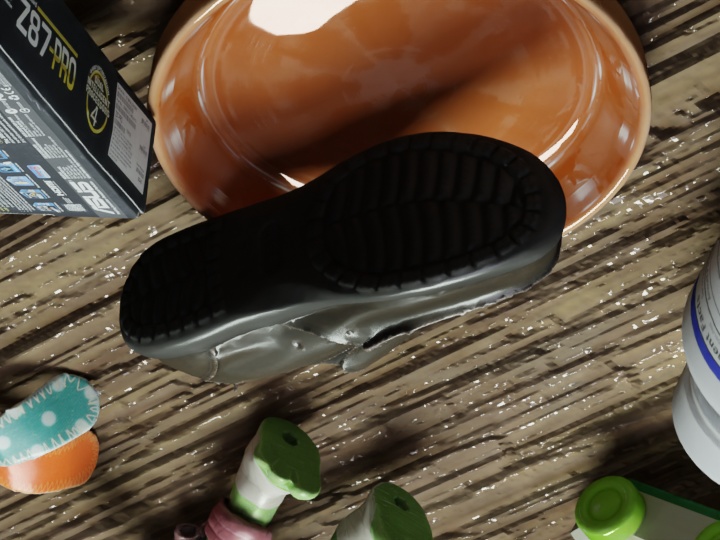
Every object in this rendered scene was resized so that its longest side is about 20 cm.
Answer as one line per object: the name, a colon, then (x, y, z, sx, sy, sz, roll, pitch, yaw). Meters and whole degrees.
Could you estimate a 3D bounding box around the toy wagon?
toy wagon: (0.192, 0.160, 1.386, 0.200, 0.040, 0.155, 18, 158, 42)

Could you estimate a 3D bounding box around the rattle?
rattle: (-0.216, 0.102, 1.321, 0.200, 0.143, 0.130, 21, 119, -16)

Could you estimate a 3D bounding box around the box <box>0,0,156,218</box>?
box: (-0.182, -0.076, 1.098, 0.161, 0.049, 0.200, 0, 159, 16)

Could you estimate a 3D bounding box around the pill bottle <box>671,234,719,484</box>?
pill bottle: (0.198, 0.009, 1.218, 0.112, 0.112, 0.200, 8, 141, -10)

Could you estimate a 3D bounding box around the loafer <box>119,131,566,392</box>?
loafer: (0.000, 0.000, 1.199, 0.200, 0.073, 0.071, -13, 146, 29)

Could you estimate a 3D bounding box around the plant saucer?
plant saucer: (0.015, -0.070, 1.183, 0.200, 0.032, 0.200, -1, 141, -1)

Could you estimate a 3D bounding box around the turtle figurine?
turtle figurine: (-0.063, 0.180, 1.388, 0.194, 0.144, 0.200, -51, 164, 24)
